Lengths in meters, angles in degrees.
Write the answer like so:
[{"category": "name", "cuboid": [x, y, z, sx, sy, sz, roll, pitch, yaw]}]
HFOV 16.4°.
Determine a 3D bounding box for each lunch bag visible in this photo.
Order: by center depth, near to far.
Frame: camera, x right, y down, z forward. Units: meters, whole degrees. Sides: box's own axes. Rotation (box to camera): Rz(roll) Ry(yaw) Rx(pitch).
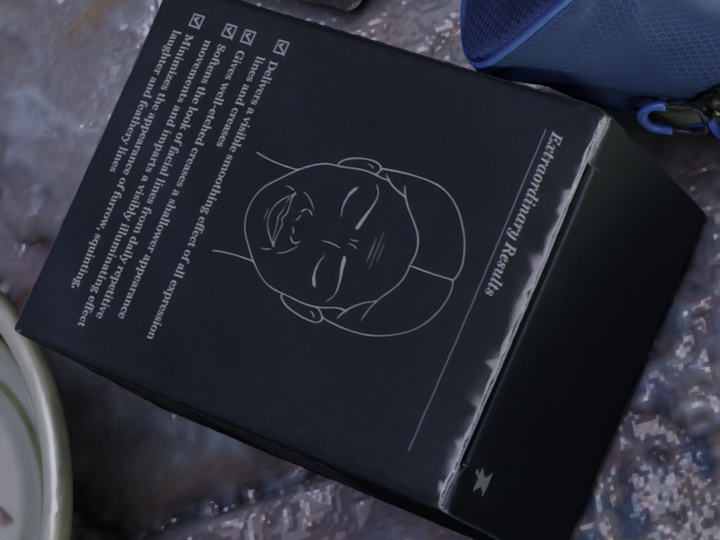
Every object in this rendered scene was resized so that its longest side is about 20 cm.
[{"category": "lunch bag", "cuboid": [0.123, -0.141, 0.882, 0.136, 0.132, 0.201, 149, 130, -63]}]

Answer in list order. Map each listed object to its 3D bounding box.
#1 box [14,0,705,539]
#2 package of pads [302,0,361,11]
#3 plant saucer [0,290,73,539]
[{"category": "box", "cuboid": [0.000, 0.000, 0.925, 0.200, 0.107, 0.149, 20, 83, 32]}, {"category": "package of pads", "cuboid": [-0.034, -0.217, 1.041, 0.154, 0.068, 0.201, 18, 83, 32]}, {"category": "plant saucer", "cuboid": [-0.174, 0.094, 1.000, 0.200, 0.050, 0.201, -7, 79, 39]}]
